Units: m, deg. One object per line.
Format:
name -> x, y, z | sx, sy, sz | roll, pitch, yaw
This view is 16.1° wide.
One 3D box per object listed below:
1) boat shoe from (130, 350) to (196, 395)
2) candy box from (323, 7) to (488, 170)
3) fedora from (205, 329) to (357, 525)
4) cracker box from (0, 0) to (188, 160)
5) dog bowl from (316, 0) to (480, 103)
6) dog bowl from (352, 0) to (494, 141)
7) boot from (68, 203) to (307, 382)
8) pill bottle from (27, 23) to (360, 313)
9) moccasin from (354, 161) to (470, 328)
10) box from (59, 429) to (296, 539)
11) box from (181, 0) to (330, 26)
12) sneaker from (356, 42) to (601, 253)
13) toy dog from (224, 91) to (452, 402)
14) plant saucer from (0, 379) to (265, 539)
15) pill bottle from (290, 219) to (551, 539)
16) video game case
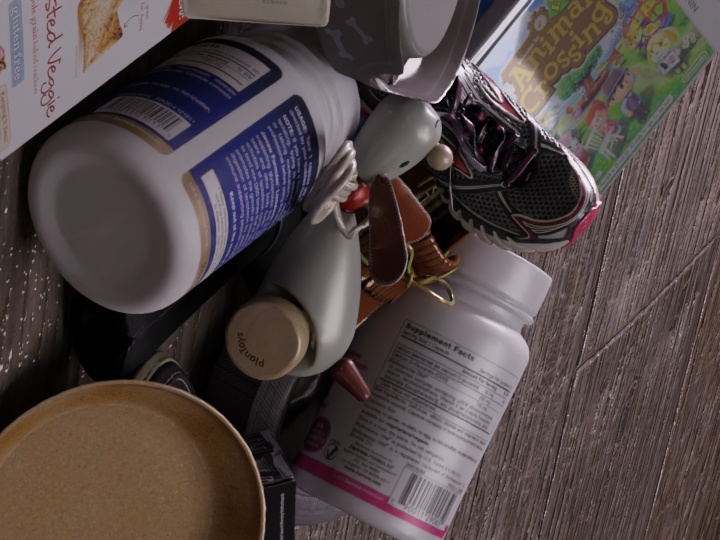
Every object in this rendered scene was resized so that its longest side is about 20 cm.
boat shoe -> -0.113, 0.128, 1.692 | 0.072, 0.065, 0.201 | -51, 154, -30
candy box -> 0.035, -0.082, 1.810 | 0.201, 0.061, 0.137 | -56, 155, -21
fedora -> -0.038, 0.083, 1.778 | 0.199, 0.090, 0.178 | -4, 115, -55
cracker box -> -0.163, -0.150, 1.306 | 0.200, 0.057, 0.135 | -44, 149, -42
dog bowl -> 0.026, -0.198, 1.483 | 0.200, 0.058, 0.202 | 10, 90, -74
dog bowl -> 0.068, -0.155, 1.728 | 0.200, 0.049, 0.112 | -42, 110, -27
boot -> -0.100, 0.011, 1.599 | 0.200, 0.065, 0.166 | -48, 146, -41
pill bottle -> -0.090, -0.067, 1.476 | 0.200, 0.115, 0.116 | -39, 146, -47
moccasin -> 0.037, -0.023, 1.637 | 0.201, 0.078, 0.074 | -40, 133, -6
box -> -0.123, 0.206, 1.672 | 0.157, 0.050, 0.201 | -15, 136, -18
box -> -0.047, -0.232, 1.335 | 0.095, 0.077, 0.201 | 93, 2, -54
sneaker -> 0.062, -0.086, 1.578 | 0.081, 0.200, 0.075 | -49, 166, -12
toy dog -> 0.000, 0.000, 1.543 | 0.200, 0.096, 0.132 | -56, 179, 35
plant saucer -> -0.156, 0.155, 1.552 | 0.199, 0.035, 0.202 | -7, 110, -19
pill bottle -> 0.043, 0.075, 1.698 | 0.201, 0.113, 0.113 | -63, 158, -4
video game case -> 0.153, -0.144, 1.720 | 0.200, 0.022, 0.182 | -50, 134, -4
